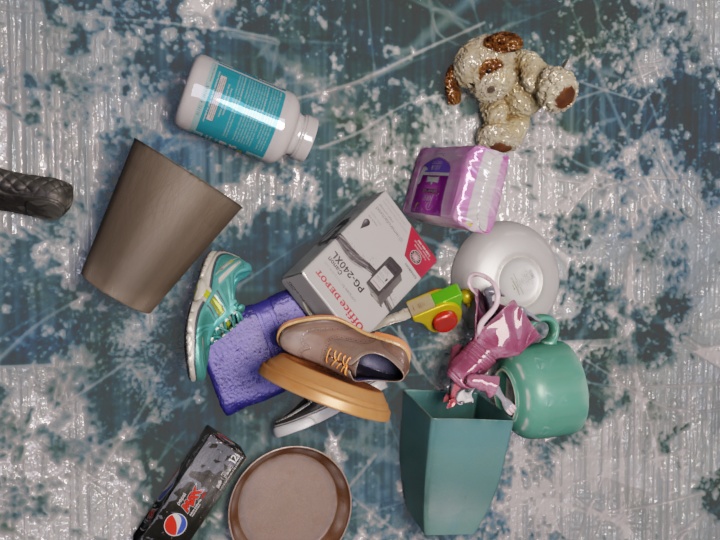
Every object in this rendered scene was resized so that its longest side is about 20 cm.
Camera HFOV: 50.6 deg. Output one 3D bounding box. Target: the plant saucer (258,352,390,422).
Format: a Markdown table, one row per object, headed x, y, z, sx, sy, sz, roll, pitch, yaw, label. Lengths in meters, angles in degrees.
| x | y | z | sx | sy | sz | roll | pitch | yaw | label |
| --- | --- | --- | --- | --- | --- | --- | --- | --- | --- |
| -0.047 | 0.161 | 1.080 | 0.198 | 0.200 | 0.038 | 21 | 87 | -16 | plant saucer |

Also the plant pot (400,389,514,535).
| x | y | z | sx | sy | sz | roll | pitch | yaw | label |
| --- | --- | --- | --- | --- | --- | --- | --- | --- | --- |
| 0.141 | 0.312 | 1.234 | 0.139 | 0.141 | 0.203 | 5 | 98 | -17 | plant pot |

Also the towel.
| x | y | z | sx | sy | sz | roll | pitch | yaw | label |
| --- | --- | --- | --- | --- | --- | --- | --- | --- | --- |
| -0.145 | 0.120 | 1.182 | 0.198 | 0.049 | 0.149 | -22 | 94 | -16 | towel |

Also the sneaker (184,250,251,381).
| x | y | z | sx | sy | sz | roll | pitch | yaw | label |
| --- | --- | --- | --- | --- | --- | --- | --- | --- | --- |
| -0.210 | 0.064 | 1.110 | 0.079 | 0.078 | 0.202 | 14 | 66 | -6 | sneaker |

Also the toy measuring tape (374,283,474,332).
| x | y | z | sx | sy | sz | roll | pitch | yaw | label |
| --- | --- | --- | --- | --- | --- | --- | --- | --- | --- |
| 0.096 | 0.081 | 1.249 | 0.198 | 0.074 | 0.074 | -23 | 99 | 2 | toy measuring tape |

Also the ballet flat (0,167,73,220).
| x | y | z | sx | sy | sz | roll | pitch | yaw | label |
| --- | --- | --- | --- | --- | --- | --- | --- | --- | --- |
| -0.504 | -0.120 | 1.065 | 0.198 | 0.057 | 0.067 | 18 | 130 | -16 | ballet flat |

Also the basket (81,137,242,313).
| x | y | z | sx | sy | sz | roll | pitch | yaw | label |
| --- | --- | --- | --- | --- | --- | --- | --- | --- | --- |
| -0.294 | -0.053 | 1.085 | 0.179 | 0.136 | 0.202 | 31 | 87 | -12 | basket |

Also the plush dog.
| x | y | z | sx | sy | sz | roll | pitch | yaw | label |
| --- | --- | --- | --- | --- | --- | --- | --- | --- | --- |
| 0.229 | -0.313 | 1.225 | 0.170 | 0.200 | 0.162 | 26 | 52 | -25 | plush dog |

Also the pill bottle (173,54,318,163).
| x | y | z | sx | sy | sz | roll | pitch | yaw | label |
| --- | --- | --- | --- | --- | --- | --- | --- | --- | --- |
| -0.165 | -0.229 | 1.123 | 0.198 | 0.111 | 0.112 | 20 | 87 | -16 | pill bottle |

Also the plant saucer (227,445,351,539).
| x | y | z | sx | sy | sz | roll | pitch | yaw | label |
| --- | --- | --- | --- | --- | --- | --- | --- | --- | --- |
| -0.112 | 0.374 | 1.209 | 0.197 | 0.034 | 0.203 | -1 | 94 | -17 | plant saucer |

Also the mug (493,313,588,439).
| x | y | z | sx | sy | sz | roll | pitch | yaw | label |
| --- | --- | --- | --- | --- | --- | --- | --- | --- | --- |
| 0.285 | 0.185 | 1.266 | 0.113 | 0.153 | 0.187 | -6 | 60 | -14 | mug |

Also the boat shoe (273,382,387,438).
| x | y | z | sx | sy | sz | roll | pitch | yaw | label |
| --- | --- | --- | --- | --- | --- | --- | --- | --- | --- |
| -0.053 | 0.201 | 1.207 | 0.198 | 0.069 | 0.057 | -24 | 83 | -17 | boat shoe |

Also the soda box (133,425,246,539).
| x | y | z | sx | sy | sz | roll | pitch | yaw | label |
| --- | --- | --- | --- | --- | --- | --- | --- | --- | --- |
| -0.258 | 0.340 | 1.147 | 0.070 | 0.063 | 0.201 | 36 | 82 | -14 | soda box |

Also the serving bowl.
| x | y | z | sx | sy | sz | roll | pitch | yaw | label |
| --- | --- | --- | --- | --- | --- | --- | --- | --- | --- |
| 0.256 | 0.017 | 1.286 | 0.197 | 0.066 | 0.203 | -1 | 93 | -18 | serving bowl |

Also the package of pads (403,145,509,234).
| x | y | z | sx | sy | sz | roll | pitch | yaw | label |
| --- | --- | --- | --- | --- | --- | --- | --- | --- | --- |
| 0.145 | -0.126 | 1.176 | 0.075 | 0.200 | 0.122 | 16 | 92 | -21 | package of pads |

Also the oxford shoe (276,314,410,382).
| x | y | z | sx | sy | sz | roll | pitch | yaw | label |
| --- | --- | --- | --- | --- | --- | --- | --- | --- | --- |
| -0.025 | 0.114 | 1.083 | 0.197 | 0.073 | 0.072 | 9 | 111 | 1 | oxford shoe |

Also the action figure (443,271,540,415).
| x | y | z | sx | sy | sz | roll | pitch | yaw | label |
| --- | --- | --- | --- | --- | --- | --- | --- | --- | --- |
| 0.190 | 0.131 | 1.188 | 0.201 | 0.134 | 0.149 | -52 | 133 | -6 | action figure |

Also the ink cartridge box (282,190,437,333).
| x | y | z | sx | sy | sz | roll | pitch | yaw | label |
| --- | --- | --- | --- | --- | --- | --- | --- | --- | --- |
| 0.000 | 0.000 | 1.176 | 0.200 | 0.083 | 0.146 | -45 | 105 | -25 | ink cartridge box |
